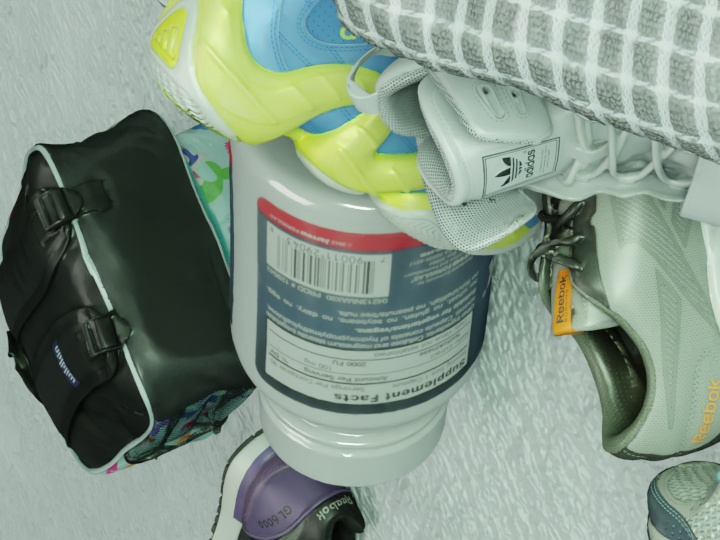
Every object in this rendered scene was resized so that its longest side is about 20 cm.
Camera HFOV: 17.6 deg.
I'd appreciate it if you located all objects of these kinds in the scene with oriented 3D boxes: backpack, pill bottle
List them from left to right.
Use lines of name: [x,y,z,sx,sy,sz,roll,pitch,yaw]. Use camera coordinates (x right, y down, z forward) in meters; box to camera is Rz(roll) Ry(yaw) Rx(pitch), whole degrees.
backpack: [-0.124,0.017,1.296,0.178,0.150,0.200,66,151,12]
pill bottle: [0.000,0.000,1.042,0.120,0.119,0.200,52,153,34]

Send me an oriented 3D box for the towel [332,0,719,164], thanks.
towel: [0.078,-0.143,0.654,0.165,0.085,0.201,23,106,42]

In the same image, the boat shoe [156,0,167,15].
boat shoe: [-0.058,-0.140,1.104,0.200,0.073,0.066,22,135,59]

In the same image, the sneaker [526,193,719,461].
sneaker: [0.095,-0.024,0.859,0.201,0.079,0.074,70,160,-1]

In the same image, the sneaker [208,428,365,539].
sneaker: [-0.043,0.180,1.373,0.088,0.076,0.200,48,151,27]

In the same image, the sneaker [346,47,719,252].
sneaker: [0.092,-0.039,0.765,0.200,0.115,0.075,39,151,23]

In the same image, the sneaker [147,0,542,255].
sneaker: [0.021,-0.075,0.850,0.105,0.200,0.076,-53,49,16]

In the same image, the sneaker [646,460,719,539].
sneaker: [0.172,0.073,0.795,0.200,0.077,0.087,4,109,55]
